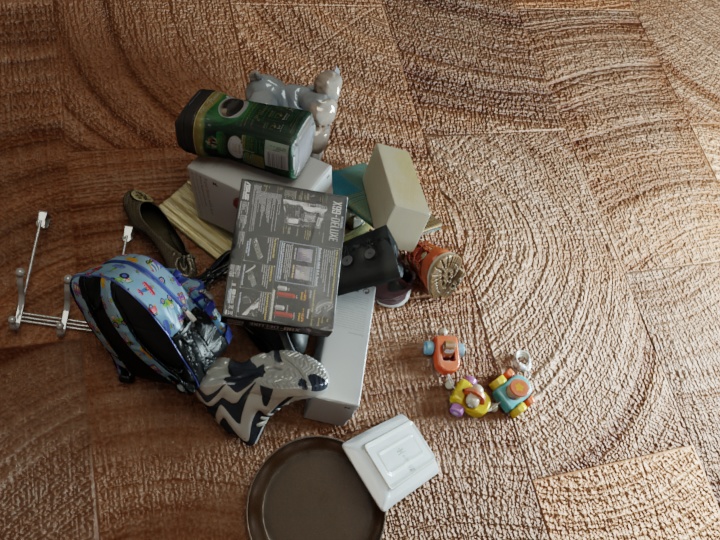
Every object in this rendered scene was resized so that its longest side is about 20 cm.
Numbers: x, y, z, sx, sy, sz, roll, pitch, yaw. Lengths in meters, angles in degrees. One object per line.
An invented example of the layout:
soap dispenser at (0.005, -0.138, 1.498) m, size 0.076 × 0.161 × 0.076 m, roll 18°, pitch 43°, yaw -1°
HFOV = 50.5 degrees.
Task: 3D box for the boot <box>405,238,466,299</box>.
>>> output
boot at (0.111, -0.012, 1.260) m, size 0.107 × 0.200 × 0.075 m, roll 41°, pitch 90°, yaw 13°

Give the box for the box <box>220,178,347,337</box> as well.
box at (-0.106, -0.018, 1.075) m, size 0.155 × 0.050 × 0.203 m, roll 8°, pitch 75°, yaw -10°

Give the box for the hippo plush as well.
hippo plush at (-0.124, -0.305, 1.348) m, size 0.158 × 0.160 × 0.203 m, roll 14°, pitch 61°, yaw -10°

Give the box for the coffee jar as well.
coffee jar at (-0.175, -0.209, 1.155) m, size 0.197 × 0.086 × 0.105 m, roll 15°, pitch 46°, yaw 10°

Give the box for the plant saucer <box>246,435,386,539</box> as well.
plant saucer at (-0.061, 0.337, 1.076) m, size 0.197 × 0.032 × 0.203 m, roll -1°, pitch 75°, yaw 5°

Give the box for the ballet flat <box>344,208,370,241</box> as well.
ballet flat at (-0.042, -0.079, 1.309) m, size 0.199 × 0.071 × 0.071 m, roll -30°, pitch 74°, yaw -28°

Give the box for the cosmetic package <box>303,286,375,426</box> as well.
cosmetic package at (-0.032, 0.125, 1.186) m, size 0.070 × 0.102 × 0.202 m, roll 13°, pitch 60°, yaw -9°

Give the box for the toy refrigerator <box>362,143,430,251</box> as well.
toy refrigerator at (0.058, -0.123, 1.259) m, size 0.069 × 0.077 × 0.201 m, roll 13°, pitch 34°, yaw -17°

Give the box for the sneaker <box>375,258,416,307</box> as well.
sneaker at (0.000, 0.000, 1.249) m, size 0.197 × 0.116 × 0.077 m, roll 7°, pitch 65°, yaw -13°

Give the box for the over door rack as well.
over door rack at (-0.433, 0.000, 1.151) m, size 0.145 × 0.067 × 0.203 m, roll 10°, pitch 61°, yaw -13°

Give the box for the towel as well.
towel at (0.031, -0.117, 1.322) m, size 0.200 × 0.022 × 0.146 m, roll 40°, pitch 36°, yaw 24°

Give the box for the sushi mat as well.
sushi mat at (-0.236, -0.070, 1.277) m, size 0.199 × 0.012 × 0.096 m, roll 38°, pitch 59°, yaw 5°

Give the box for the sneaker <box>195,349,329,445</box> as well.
sneaker at (-0.134, 0.191, 1.100) m, size 0.196 × 0.131 × 0.080 m, roll -7°, pitch 37°, yaw 5°

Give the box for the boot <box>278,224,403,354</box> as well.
boot at (-0.029, 0.031, 1.138) m, size 0.197 × 0.066 × 0.167 m, roll -15°, pitch 57°, yaw 4°

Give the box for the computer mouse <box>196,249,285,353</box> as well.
computer mouse at (-0.192, 0.069, 1.195) m, size 0.140 × 0.046 × 0.201 m, roll -35°, pitch 80°, yaw -23°

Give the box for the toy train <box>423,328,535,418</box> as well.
toy train at (0.205, 0.167, 1.261) m, size 0.197 × 0.056 × 0.152 m, roll 8°, pitch 62°, yaw -12°

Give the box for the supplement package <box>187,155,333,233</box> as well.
supplement package at (-0.156, -0.125, 1.224) m, size 0.198 × 0.122 × 0.120 m, roll 24°, pitch 55°, yaw 17°

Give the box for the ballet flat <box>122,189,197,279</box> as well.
ballet flat at (-0.312, -0.061, 1.204) m, size 0.067 × 0.047 × 0.201 m, roll -6°, pitch 52°, yaw -48°

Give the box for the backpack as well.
backpack at (-0.296, 0.057, 1.061) m, size 0.135 × 0.181 × 0.201 m, roll -53°, pitch 129°, yaw -35°

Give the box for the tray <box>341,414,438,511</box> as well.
tray at (0.054, 0.271, 1.114) m, size 0.108 × 0.022 × 0.199 m, roll 57°, pitch 25°, yaw 14°
